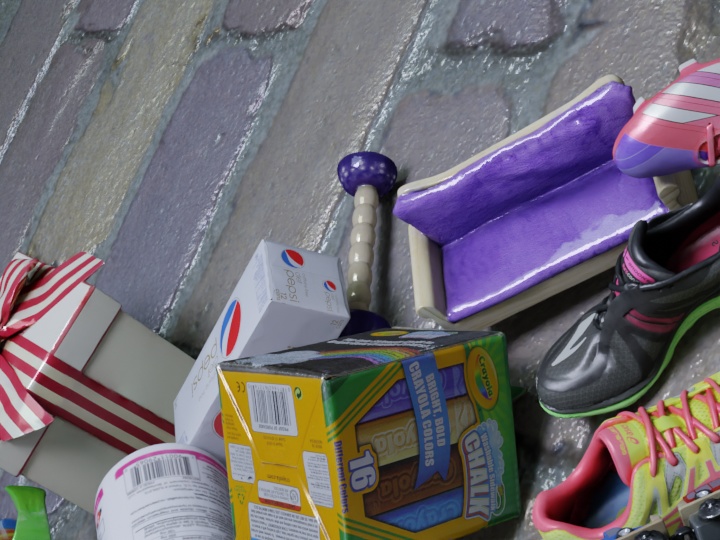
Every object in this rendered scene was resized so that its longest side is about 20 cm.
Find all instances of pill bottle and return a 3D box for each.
[{"bbox_3d":[-0.132,0.232,1.072,0.113,0.113,0.201,-45,33,16],"label":"pill bottle"}]

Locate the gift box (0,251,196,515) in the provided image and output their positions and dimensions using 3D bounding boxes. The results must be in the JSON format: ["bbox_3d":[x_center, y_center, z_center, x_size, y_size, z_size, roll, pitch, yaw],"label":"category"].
[{"bbox_3d":[-0.245,0.095,1.246,0.199,0.186,0.186,9,67,52],"label":"gift box"}]

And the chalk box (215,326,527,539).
[{"bbox_3d":[0.023,0.108,0.958,0.124,0.198,0.126,1,98,51],"label":"chalk box"}]

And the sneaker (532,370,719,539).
[{"bbox_3d":[0.180,0.105,0.832,0.200,0.090,0.078,-46,36,13],"label":"sneaker"}]

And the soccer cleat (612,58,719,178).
[{"bbox_3d":[0.249,-0.097,0.871,0.198,0.067,0.077,-24,58,-1],"label":"soccer cleat"}]

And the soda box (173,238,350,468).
[{"bbox_3d":[-0.080,0.072,1.122,0.201,0.067,0.064,-58,30,38],"label":"soda box"}]

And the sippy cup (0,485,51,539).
[{"bbox_3d":[-0.300,0.281,1.242,0.178,0.140,0.130,-46,25,-5],"label":"sippy cup"}]

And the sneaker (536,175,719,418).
[{"bbox_3d":[0.177,0.011,0.907,0.200,0.083,0.077,-45,37,17],"label":"sneaker"}]

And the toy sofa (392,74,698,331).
[{"bbox_3d":[0.121,-0.035,0.977,0.198,0.097,0.084,-27,45,25],"label":"toy sofa"}]

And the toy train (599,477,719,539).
[{"bbox_3d":[0.196,0.128,0.781,0.198,0.034,0.046,-25,16,-1],"label":"toy train"}]

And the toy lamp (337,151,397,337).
[{"bbox_3d":[0.000,0.000,1.145,0.058,0.058,0.202,-25,49,36],"label":"toy lamp"}]
